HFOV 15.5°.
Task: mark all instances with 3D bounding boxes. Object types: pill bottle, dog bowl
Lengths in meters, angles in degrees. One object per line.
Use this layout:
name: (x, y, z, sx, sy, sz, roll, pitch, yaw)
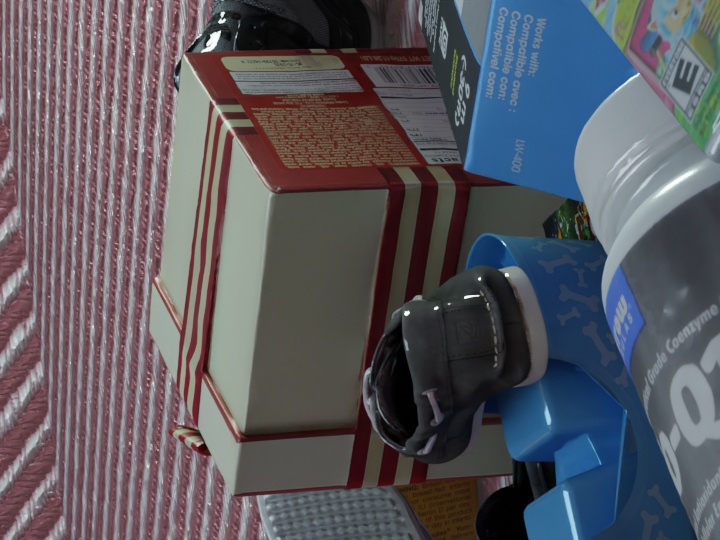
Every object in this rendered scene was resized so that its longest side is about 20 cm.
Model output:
pill bottle: (0.146, 0.027, 0.869, 0.114, 0.113, 0.201, 100, 156, -52)
dog bowl: (0.092, 0.079, 1.086, 0.111, 0.049, 0.201, 128, 132, -71)

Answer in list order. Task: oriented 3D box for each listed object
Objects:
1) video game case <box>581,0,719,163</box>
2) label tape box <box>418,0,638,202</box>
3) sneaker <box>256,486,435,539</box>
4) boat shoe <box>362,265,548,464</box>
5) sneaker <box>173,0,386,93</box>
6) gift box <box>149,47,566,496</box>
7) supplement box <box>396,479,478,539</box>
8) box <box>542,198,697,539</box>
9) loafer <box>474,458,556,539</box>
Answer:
video game case: (0.127, -0.162, 0.851, 0.201, 0.022, 0.182, -65, 29, 24)
label tape box: (0.075, -0.117, 1.056, 0.200, 0.063, 0.145, -103, 18, -57)
sneaker: (0.024, 0.166, 1.385, 0.201, 0.073, 0.114, 50, -174, 7)
boat shoe: (0.025, 0.041, 1.105, 0.200, 0.057, 0.067, 127, 132, -71)
sneaker: (-0.067, -0.161, 1.464, 0.075, 0.114, 0.200, -17, 110, 43)
gift box: (0.000, 0.000, 1.308, 0.200, 0.184, 0.187, -118, 31, -59)
supplement box: (0.031, 0.147, 1.494, 0.067, 0.069, 0.201, -135, 36, -65)
box: (0.132, 0.054, 1.093, 0.137, 0.038, 0.201, 128, 131, -71)
loafer: (0.087, 0.121, 1.247, 0.201, 0.070, 0.068, 97, 159, -48)
